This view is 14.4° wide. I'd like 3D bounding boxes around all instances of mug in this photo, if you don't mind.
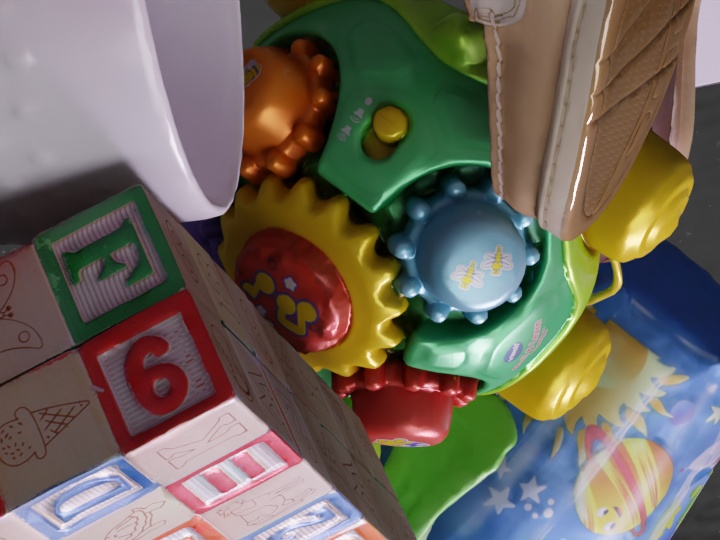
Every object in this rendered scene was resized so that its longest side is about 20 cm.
[{"bbox_3d":[-0.124,-0.051,0.704,0.175,0.148,0.201,-7,110,7],"label":"mug"}]

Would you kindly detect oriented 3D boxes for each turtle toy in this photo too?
[{"bbox_3d":[0.000,0.000,0.850,0.101,0.146,0.200,-40,160,-41],"label":"turtle toy"}]

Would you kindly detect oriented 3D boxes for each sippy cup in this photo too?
[{"bbox_3d":[0.068,0.050,0.992,0.139,0.178,0.130,32,110,-17],"label":"sippy cup"}]

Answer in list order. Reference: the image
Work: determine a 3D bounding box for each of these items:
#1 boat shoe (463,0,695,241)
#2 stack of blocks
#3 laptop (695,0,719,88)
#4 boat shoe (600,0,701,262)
[{"bbox_3d":[0.048,-0.104,0.728,0.074,0.069,0.201,-44,145,-52],"label":"boat shoe"},{"bbox_3d":[-0.063,0.061,0.721,0.115,0.059,0.200,-28,156,5],"label":"stack of blocks"},{"bbox_3d":[0.219,-0.104,0.869,0.187,0.116,0.200,-12,143,-23],"label":"laptop"},{"bbox_3d":[0.065,-0.078,0.867,0.070,0.070,0.200,-18,136,-29],"label":"boat shoe"}]
